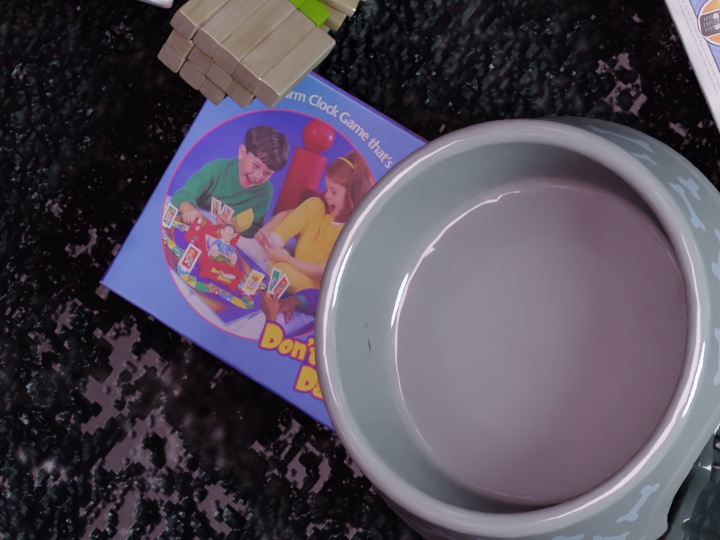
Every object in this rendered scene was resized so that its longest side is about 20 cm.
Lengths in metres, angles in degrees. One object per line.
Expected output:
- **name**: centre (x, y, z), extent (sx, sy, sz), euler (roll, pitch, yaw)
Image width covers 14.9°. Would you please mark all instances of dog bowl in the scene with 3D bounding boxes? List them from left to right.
- **dog bowl**: centre (0.070, 0.027, 1.168), extent (0.199, 0.059, 0.201), euler (-3, 80, 21)

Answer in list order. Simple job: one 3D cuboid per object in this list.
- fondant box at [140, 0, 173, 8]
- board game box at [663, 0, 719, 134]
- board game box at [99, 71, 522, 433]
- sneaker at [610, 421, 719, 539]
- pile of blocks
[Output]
- **fondant box**: centre (-0.133, -0.210, 1.246), extent (0.200, 0.058, 0.145), euler (23, 93, 52)
- **board game box**: centre (0.244, -0.105, 1.192), extent (0.195, 0.056, 0.201), euler (-23, 81, 12)
- **board game box**: centre (0.000, 0.000, 1.254), extent (0.199, 0.045, 0.135), euler (32, 94, 14)
- **sneaker**: centre (0.129, 0.087, 1.211), extent (0.079, 0.075, 0.201), euler (12, 83, 29)
- **pile of blocks**: centre (-0.040, -0.143, 1.252), extent (0.082, 0.062, 0.201), euler (22, 53, -13)
